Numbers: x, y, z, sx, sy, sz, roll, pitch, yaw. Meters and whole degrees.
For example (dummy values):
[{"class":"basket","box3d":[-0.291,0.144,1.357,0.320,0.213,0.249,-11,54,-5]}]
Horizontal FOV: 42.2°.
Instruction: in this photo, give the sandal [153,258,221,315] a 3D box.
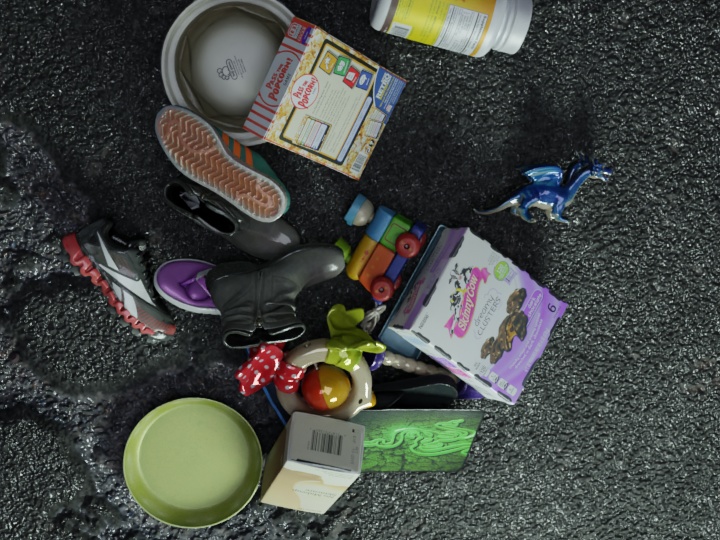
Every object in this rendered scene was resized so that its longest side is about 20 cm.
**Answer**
[{"class":"sandal","box3d":[-0.181,0.023,1.284,0.202,0.083,0.050,17,139,-19]}]

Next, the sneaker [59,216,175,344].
[{"class":"sneaker","box3d":[-0.311,0.010,1.271,0.098,0.071,0.201,-39,102,5]}]

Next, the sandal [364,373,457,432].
[{"class":"sandal","box3d":[0.041,0.194,1.324,0.200,0.048,0.075,-18,140,23]}]

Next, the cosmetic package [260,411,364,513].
[{"class":"cosmetic package","box3d":[-0.070,0.270,1.292,0.105,0.200,0.071,12,59,-9]}]

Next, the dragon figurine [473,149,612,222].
[{"class":"dragon figurine","box3d":[0.251,-0.121,1.317,0.199,0.059,0.100,1,102,-8]}]

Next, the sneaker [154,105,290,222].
[{"class":"sneaker","box3d":[-0.174,-0.136,1.194,0.200,0.080,0.071,40,101,-4]}]

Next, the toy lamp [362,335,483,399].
[{"class":"toy lamp","box3d":[0.097,0.144,1.342,0.199,0.058,0.058,17,100,-26]}]

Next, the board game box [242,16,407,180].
[{"class":"board game box","box3d":[-0.041,-0.216,1.208,0.200,0.046,0.152,18,101,-52]}]

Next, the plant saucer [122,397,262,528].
[{"class":"plant saucer","box3d":[-0.242,0.275,1.357,0.199,0.031,0.201,-1,103,-6]}]

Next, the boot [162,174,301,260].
[{"class":"boot","box3d":[-0.170,-0.060,1.234,0.199,0.131,0.068,29,98,-12]}]

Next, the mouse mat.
[{"class":"mouse mat","box3d":[0.070,0.248,1.352,0.199,0.008,0.161,1,136,-11]}]

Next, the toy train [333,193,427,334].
[{"class":"toy train","box3d":[0.000,0.000,1.310,0.115,0.085,0.201,31,105,4]}]

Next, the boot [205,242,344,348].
[{"class":"boot","box3d":[-0.096,0.040,1.218,0.199,0.131,0.068,-13,136,-19]}]

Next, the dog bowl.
[{"class":"dog bowl","box3d":[-0.160,-0.266,1.230,0.199,0.074,0.201,-2,103,-7]}]

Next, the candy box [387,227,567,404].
[{"class":"candy box","box3d":[0.165,0.063,1.304,0.200,0.071,0.168,35,78,-20]}]

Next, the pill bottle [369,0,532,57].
[{"class":"pill bottle","box3d":[0.119,-0.347,1.227,0.199,0.109,0.110,13,100,-10]}]

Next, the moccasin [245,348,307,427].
[{"class":"moccasin","box3d":[-0.104,0.159,1.334,0.068,0.081,0.201,-28,118,-4]}]

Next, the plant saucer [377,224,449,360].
[{"class":"plant saucer","box3d":[0.095,0.035,1.353,0.070,0.019,0.201,27,97,-11]}]

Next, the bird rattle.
[{"class":"bird rattle","box3d":[-0.060,0.140,1.235,0.199,0.113,0.164,-23,114,-5]}]
